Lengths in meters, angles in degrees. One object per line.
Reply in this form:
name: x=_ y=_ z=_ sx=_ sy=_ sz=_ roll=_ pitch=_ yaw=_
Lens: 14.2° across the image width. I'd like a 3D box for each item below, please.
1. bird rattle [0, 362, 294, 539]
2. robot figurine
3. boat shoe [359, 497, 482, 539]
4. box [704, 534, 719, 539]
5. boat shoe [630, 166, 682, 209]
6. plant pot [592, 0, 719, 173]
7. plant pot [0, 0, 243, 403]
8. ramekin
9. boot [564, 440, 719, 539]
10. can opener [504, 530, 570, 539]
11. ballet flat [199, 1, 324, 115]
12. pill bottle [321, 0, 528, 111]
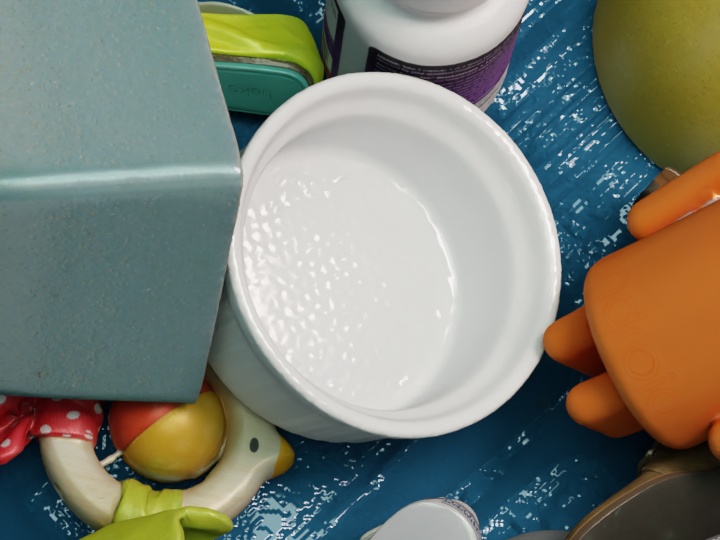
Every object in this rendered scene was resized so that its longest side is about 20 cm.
bird rattle: x=-0.131 y=0.096 z=1.597 sx=0.163 sy=0.113 sz=0.200 roll=-31 pitch=65 yaw=-23
robot figurine: x=0.200 y=0.023 z=1.541 sx=0.200 sy=0.144 sz=0.117 roll=-28 pitch=118 yaw=19
boat shoe: x=-0.014 y=0.194 z=1.572 sx=0.072 sy=0.066 sz=0.200 roll=44 pitch=98 yaw=6
box: x=0.276 y=0.193 z=1.556 sx=0.200 sy=0.050 sz=0.158 roll=-20 pitch=114 yaw=-9
boat shoe: x=0.241 y=0.015 z=1.640 sx=0.200 sy=0.076 sz=0.074 roll=45 pitch=66 yaw=7
plant pot: x=0.241 y=-0.154 z=1.647 sx=0.200 sy=0.142 sz=0.200 roll=1 pitch=73 yaw=-3
plant pot: x=-0.188 y=-0.053 z=1.520 sx=0.200 sy=0.196 sz=0.196 roll=-4 pitch=52 yaw=-17
ramekin: x=0.000 y=0.000 z=1.583 sx=0.200 sy=0.098 sz=0.201 roll=7 pitch=74 yaw=-25
boot: x=0.174 y=0.125 z=1.579 sx=0.200 sy=0.075 sz=0.074 roll=-25 pitch=118 yaw=-31
can opener: x=0.159 y=0.176 z=1.582 sx=0.200 sy=0.067 sz=0.053 roll=-2 pitch=40 yaw=-5
ballet flat: x=-0.120 y=-0.130 z=1.667 sx=0.200 sy=0.067 sz=0.067 roll=5 pitch=53 yaw=-5
pill bottle: x=0.037 y=-0.154 z=1.604 sx=0.111 sy=0.200 sz=0.112 roll=1 pitch=74 yaw=-3
